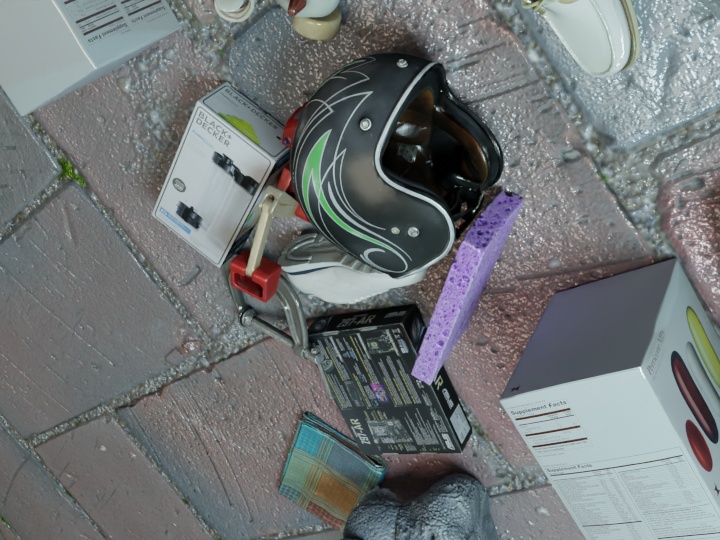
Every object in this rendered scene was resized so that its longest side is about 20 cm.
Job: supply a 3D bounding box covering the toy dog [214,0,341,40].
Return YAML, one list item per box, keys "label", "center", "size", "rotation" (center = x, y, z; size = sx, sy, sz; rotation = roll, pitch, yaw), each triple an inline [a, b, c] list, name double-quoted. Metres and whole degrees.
- label: "toy dog"
  center: [-0.097, -0.292, 0.834]
  size: [0.200, 0.096, 0.132]
  rotation: [13, 126, 24]

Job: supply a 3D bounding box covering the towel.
- label: "towel"
  center: [-0.047, 0.312, 1.274]
  size: [0.146, 0.022, 0.200]
  rotation: [29, 132, 12]

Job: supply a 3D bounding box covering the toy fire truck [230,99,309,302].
- label: "toy fire truck"
  center: [-0.081, -0.078, 0.942]
  size: [0.049, 0.141, 0.200]
  rotation: [26, 131, 14]

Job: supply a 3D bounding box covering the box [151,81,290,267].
- label: "box"
  center: [-0.166, -0.111, 1.027]
  size: [0.117, 0.060, 0.200]
  rotation: [39, 133, 2]

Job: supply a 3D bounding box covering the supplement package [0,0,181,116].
- label: "supplement package"
  center: [-0.337, -0.307, 0.934]
  size: [0.152, 0.151, 0.200]
  rotation: [-16, 111, 37]

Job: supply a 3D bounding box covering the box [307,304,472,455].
- label: "box"
  center: [0.034, 0.146, 1.093]
  size: [0.160, 0.044, 0.200]
  rotation: [-11, 115, 36]

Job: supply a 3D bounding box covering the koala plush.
- label: "koala plush"
  center: [0.064, 0.352, 1.133]
  size: [0.199, 0.177, 0.184]
  rotation: [0, 111, 25]

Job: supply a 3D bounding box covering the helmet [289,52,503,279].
- label: "helmet"
  center: [0.025, -0.108, 0.828]
  size: [0.191, 0.200, 0.200]
  rotation: [47, 133, -10]

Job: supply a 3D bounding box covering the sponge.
- label: "sponge"
  center: [0.111, 0.020, 0.911]
  size: [0.030, 0.112, 0.200]
  rotation: [29, 132, 13]

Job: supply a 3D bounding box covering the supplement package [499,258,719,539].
- label: "supplement package"
  center: [0.271, 0.133, 0.837]
  size: [0.147, 0.191, 0.200]
  rotation: [-21, 109, 39]

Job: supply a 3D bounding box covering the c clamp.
- label: "c clamp"
  center: [-0.116, 0.063, 1.103]
  size: [0.200, 0.027, 0.171]
  rotation: [29, 140, 41]

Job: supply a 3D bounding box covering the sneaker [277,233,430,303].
- label: "sneaker"
  center: [0.000, 0.000, 1.004]
  size: [0.200, 0.076, 0.081]
  rotation: [2, 133, 36]

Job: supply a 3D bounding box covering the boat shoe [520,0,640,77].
- label: "boat shoe"
  center: [0.155, -0.241, 0.696]
  size: [0.200, 0.068, 0.075]
  rotation: [58, 150, -9]
